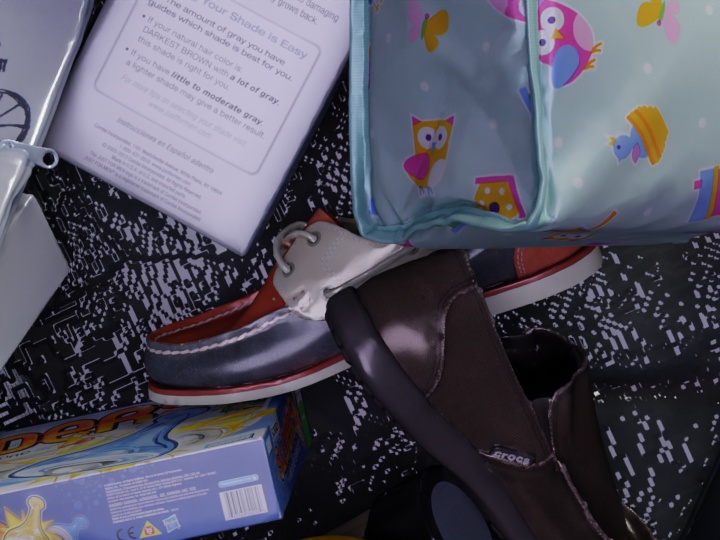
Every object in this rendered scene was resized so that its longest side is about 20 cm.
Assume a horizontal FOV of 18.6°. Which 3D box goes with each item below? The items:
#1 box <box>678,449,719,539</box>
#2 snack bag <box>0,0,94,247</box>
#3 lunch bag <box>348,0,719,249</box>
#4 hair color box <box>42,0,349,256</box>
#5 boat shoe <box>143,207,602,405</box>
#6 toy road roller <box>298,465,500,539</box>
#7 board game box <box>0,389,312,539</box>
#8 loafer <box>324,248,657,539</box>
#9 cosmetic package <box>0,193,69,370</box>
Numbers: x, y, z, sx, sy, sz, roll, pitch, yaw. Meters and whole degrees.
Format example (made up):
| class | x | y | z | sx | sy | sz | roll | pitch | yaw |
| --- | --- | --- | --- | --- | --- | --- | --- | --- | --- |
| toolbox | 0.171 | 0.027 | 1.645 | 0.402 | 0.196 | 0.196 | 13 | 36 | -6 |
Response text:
| class | x | y | z | sx | sy | sz | roll | pitch | yaw |
| --- | --- | --- | --- | --- | --- | --- | --- | --- | --- |
| box | 0.189 | 0.142 | 0.852 | 0.046 | 0.200 | 0.159 | 19 | 99 | -25 |
| snack bag | -0.210 | -0.048 | 0.868 | 0.188 | 0.021 | 0.201 | 7 | 59 | 18 |
| lunch bag | 0.084 | -0.111 | 0.831 | 0.170 | 0.122 | 0.201 | -3 | 87 | -38 |
| hair color box | -0.042 | -0.119 | 0.905 | 0.099 | 0.061 | 0.200 | 28 | 99 | 0 |
| boat shoe | 0.000 | 0.000 | 0.908 | 0.199 | 0.071 | 0.063 | -20 | 110 | 0 |
| toy road roller | 0.018 | 0.193 | 0.875 | 0.123 | 0.146 | 0.200 | -31 | 105 | 24 |
| board game box | -0.124 | 0.089 | 0.898 | 0.199 | 0.135 | 0.035 | -12 | 98 | 5 |
| loafer | 0.069 | 0.065 | 0.879 | 0.071 | 0.073 | 0.200 | -38 | 125 | 8 |
| cosmetic package | -0.231 | 0.041 | 0.861 | 0.150 | 0.052 | 0.200 | 12 | 54 | 27 |
